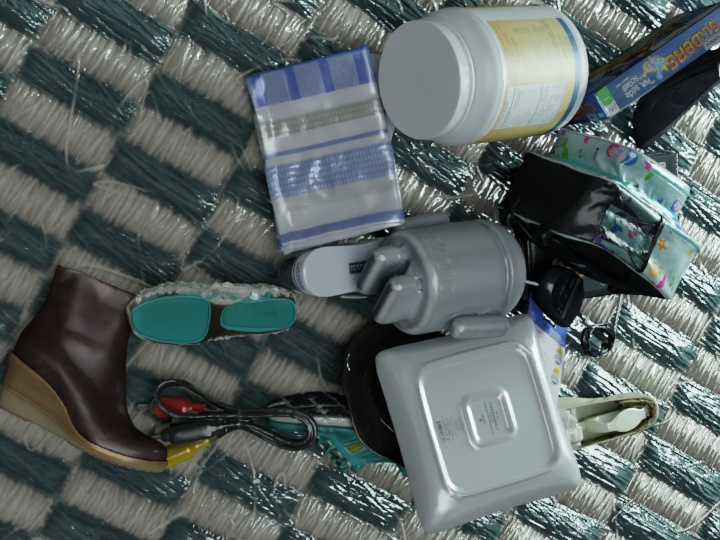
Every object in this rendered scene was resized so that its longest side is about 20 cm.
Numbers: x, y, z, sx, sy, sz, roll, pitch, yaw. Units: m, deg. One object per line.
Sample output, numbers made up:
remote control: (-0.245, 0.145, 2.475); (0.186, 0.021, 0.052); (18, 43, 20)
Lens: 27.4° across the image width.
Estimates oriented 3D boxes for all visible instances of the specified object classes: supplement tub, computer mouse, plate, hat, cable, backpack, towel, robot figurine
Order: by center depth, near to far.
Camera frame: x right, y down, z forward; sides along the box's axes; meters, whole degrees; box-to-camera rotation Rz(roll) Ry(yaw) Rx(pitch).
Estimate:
supplement tub: (0.132, -0.210, 1.582); (0.199, 0.144, 0.146); (-11, 101, -41)
plate: (0.132, 0.159, 1.583); (0.199, 0.032, 0.201); (-13, 82, -22)
towel: (-0.039, -0.128, 1.583); (0.146, 0.024, 0.202); (-11, 89, 11)
robot figurine: (0.097, 0.006, 1.593); (0.199, 0.113, 0.170); (-9, 58, -32)
cable: (-0.147, 0.159, 1.603); (0.198, 0.050, 0.098); (-6, 88, -3)
backpack: (0.272, -0.056, 1.613); (0.200, 0.177, 0.151); (35, 86, -31)
hat: (0.081, 0.130, 1.635); (0.200, 0.081, 0.202); (16, 58, -28)
computer mouse: (0.380, -0.223, 1.703); (0.053, 0.138, 0.200); (46, 113, 1)
computer mouse: (0.245, 0.049, 1.704); (0.200, 0.034, 0.059); (44, 67, -50)

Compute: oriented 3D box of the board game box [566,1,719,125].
board game box: (0.322, -0.234, 1.676); (0.199, 0.135, 0.035); (-34, 100, -10)

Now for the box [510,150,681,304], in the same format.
box: (0.277, -0.051, 1.733); (0.199, 0.046, 0.160); (-7, 100, -17)

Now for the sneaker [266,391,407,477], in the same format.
sneaker: (-0.013, 0.188, 1.658); (0.199, 0.078, 0.080); (14, 101, -19)

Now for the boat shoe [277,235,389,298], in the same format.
boat shoe: (0.000, 0.000, 1.640); (0.199, 0.068, 0.072); (-7, 94, -36)

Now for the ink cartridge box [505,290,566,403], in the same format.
ink cartridge box: (0.187, 0.136, 1.681); (0.119, 0.042, 0.201); (35, 63, -54)

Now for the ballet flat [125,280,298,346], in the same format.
ballet flat: (-0.163, 0.041, 1.583); (0.199, 0.072, 0.072); (1, 97, -29)

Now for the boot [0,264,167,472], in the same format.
boot: (-0.265, 0.105, 1.550); (0.199, 0.072, 0.167); (26, 86, -5)

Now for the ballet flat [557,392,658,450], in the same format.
ballet flat: (0.264, 0.182, 1.749); (0.199, 0.069, 0.070); (-12, 101, -16)

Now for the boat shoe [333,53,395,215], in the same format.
boat shoe: (-0.005, -0.141, 1.622); (0.065, 0.074, 0.201); (18, 81, -15)
